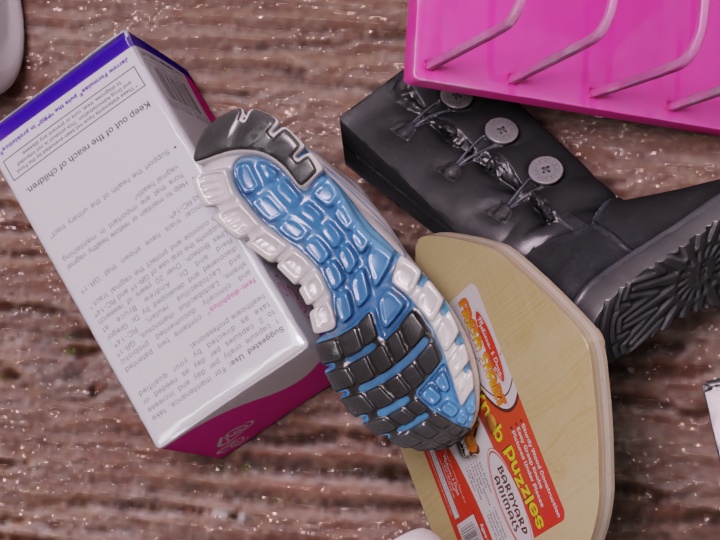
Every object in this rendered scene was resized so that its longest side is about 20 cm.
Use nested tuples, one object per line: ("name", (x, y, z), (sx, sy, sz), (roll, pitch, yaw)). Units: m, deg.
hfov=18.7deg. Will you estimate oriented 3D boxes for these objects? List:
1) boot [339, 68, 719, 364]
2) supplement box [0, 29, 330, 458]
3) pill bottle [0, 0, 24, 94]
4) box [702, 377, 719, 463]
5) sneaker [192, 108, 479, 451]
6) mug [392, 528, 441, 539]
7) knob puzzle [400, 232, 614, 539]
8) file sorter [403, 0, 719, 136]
("boot", (0.108, -0.051, 1.139), (0.164, 0.066, 0.200), (-24, 45, -31))
("supplement box", (-0.100, -0.011, 1.176), (0.103, 0.101, 0.201), (-35, 74, 9))
("pill bottle", (-0.303, -0.137, 1.245), (0.198, 0.116, 0.117), (-11, 79, 15))
("box", (0.269, 0.136, 1.079), (0.159, 0.044, 0.202), (-14, 78, 14))
("sneaker", (0.000, 0.000, 1.113), (0.075, 0.087, 0.201), (-36, 84, 16))
("mug", (-0.033, 0.202, 1.085), (0.200, 0.175, 0.148), (-44, 73, 5))
("knob puzzle", (0.077, 0.070, 1.090), (0.030, 0.220, 0.221), (-13, 74, -28))
("file sorter", (0.139, -0.156, 1.067), (0.198, 0.125, 0.140), (7, 80, -22))
